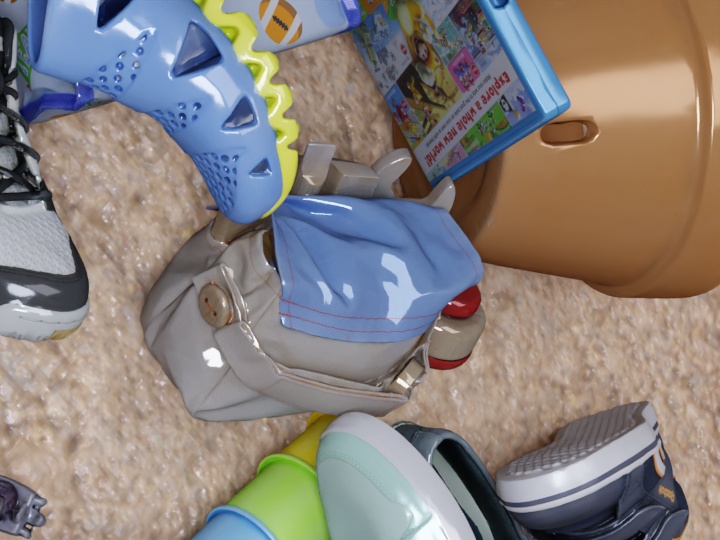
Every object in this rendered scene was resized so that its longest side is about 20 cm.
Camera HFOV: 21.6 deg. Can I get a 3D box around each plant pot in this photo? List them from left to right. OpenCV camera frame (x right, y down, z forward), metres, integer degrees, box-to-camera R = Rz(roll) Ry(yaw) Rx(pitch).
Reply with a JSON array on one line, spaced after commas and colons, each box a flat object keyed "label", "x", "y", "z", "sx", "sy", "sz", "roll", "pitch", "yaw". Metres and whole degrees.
[{"label": "plant pot", "x": 0.105, "y": -0.081, "z": 0.994, "sx": 0.139, "sy": 0.200, "sz": 0.201, "roll": -4, "pitch": 80, "yaw": -22}]

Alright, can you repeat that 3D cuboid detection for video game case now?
[{"label": "video game case", "x": 0.018, "y": -0.144, "z": 0.887, "sx": 0.018, "sy": 0.143, "sz": 0.201, "roll": -28, "pitch": 89, "yaw": -22}]

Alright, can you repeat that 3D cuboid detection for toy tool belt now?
[{"label": "toy tool belt", "x": 0.000, "y": 0.000, "z": 0.892, "sx": 0.199, "sy": 0.123, "sz": 0.125, "roll": -6, "pitch": 46, "yaw": -40}]

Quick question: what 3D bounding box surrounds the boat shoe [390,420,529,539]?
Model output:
[{"label": "boat shoe", "x": 0.065, "y": 0.165, "z": 0.961, "sx": 0.073, "sy": 0.062, "sz": 0.200, "roll": -38, "pitch": 102, "yaw": -40}]

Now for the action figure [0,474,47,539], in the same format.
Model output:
[{"label": "action figure", "x": -0.190, "y": 0.071, "z": 0.761, "sx": 0.130, "sy": 0.069, "sz": 0.201, "roll": 6, "pitch": 63, "yaw": -22}]

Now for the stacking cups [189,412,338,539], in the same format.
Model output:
[{"label": "stacking cups", "x": -0.067, "y": 0.139, "z": 0.869, "sx": 0.200, "sy": 0.060, "sz": 0.061, "roll": -37, "pitch": 101, "yaw": -36}]

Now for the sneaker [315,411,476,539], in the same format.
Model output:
[{"label": "sneaker", "x": -0.003, "y": 0.168, "z": 0.825, "sx": 0.118, "sy": 0.074, "sz": 0.201, "roll": -17, "pitch": 88, "yaw": -36}]

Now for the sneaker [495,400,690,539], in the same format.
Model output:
[{"label": "sneaker", "x": 0.128, "y": 0.119, "z": 0.976, "sx": 0.200, "sy": 0.078, "sz": 0.080, "roll": -10, "pitch": 83, "yaw": -70}]

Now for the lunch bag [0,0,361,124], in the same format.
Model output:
[{"label": "lunch bag", "x": -0.117, "y": -0.181, "z": 0.871, "sx": 0.170, "sy": 0.124, "sz": 0.201, "roll": -23, "pitch": 100, "yaw": -39}]

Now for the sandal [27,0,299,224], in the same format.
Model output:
[{"label": "sandal", "x": -0.099, "y": -0.101, "z": 0.764, "sx": 0.087, "sy": 0.079, "sz": 0.200, "roll": -36, "pitch": 98, "yaw": -22}]

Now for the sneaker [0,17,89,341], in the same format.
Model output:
[{"label": "sneaker", "x": -0.166, "y": -0.061, "z": 0.761, "sx": 0.200, "sy": 0.088, "sz": 0.076, "roll": 50, "pitch": 27, "yaw": 21}]
